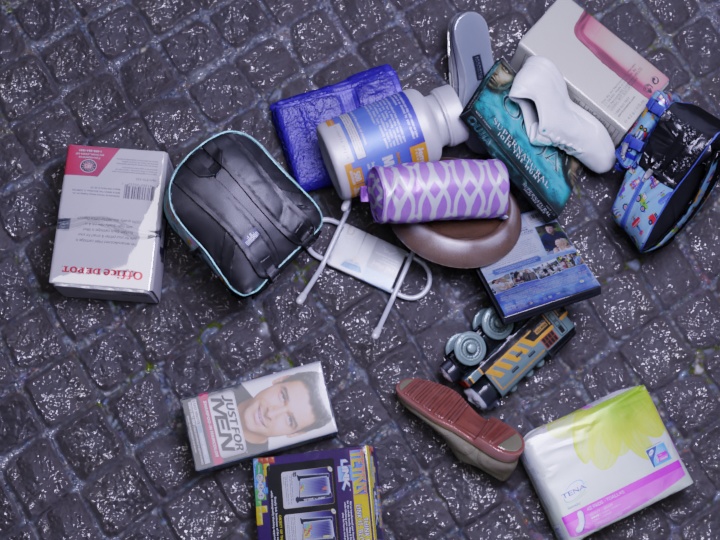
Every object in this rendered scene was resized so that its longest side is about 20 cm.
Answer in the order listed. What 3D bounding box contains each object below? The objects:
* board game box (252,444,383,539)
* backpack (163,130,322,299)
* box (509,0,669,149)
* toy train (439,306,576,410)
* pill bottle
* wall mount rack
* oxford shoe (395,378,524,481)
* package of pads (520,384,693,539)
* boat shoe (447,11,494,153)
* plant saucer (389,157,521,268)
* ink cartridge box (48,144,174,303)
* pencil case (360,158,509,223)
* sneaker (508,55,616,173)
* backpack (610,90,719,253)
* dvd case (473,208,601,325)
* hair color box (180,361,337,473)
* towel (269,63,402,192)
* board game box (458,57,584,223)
[{"bbox_3d":[-0.053,0.340,1.496,0.162,0.057,0.204,-8,77,13],"label":"board game box"},{"bbox_3d":[-0.171,-0.083,1.560,0.176,0.153,0.201,-44,102,-10],"label":"backpack"},{"bbox_3d":[0.323,-0.275,1.636,0.199,0.128,0.109,41,77,8],"label":"box"},{"bbox_3d":[0.205,0.100,1.571,0.200,0.085,0.114,-42,90,-10],"label":"toy train"},{"bbox_3d":[0.046,-0.184,1.577,0.197,0.112,0.114,-21,78,-5],"label":"pill bottle"},{"bbox_3d":[0.000,0.000,1.588,0.197,0.075,0.176,24,75,5],"label":"wall mount rack"},{"bbox_3d":[0.126,0.219,1.544,0.198,0.075,0.070,32,39,25],"label":"oxford shoe"},{"bbox_3d":[0.326,0.259,1.539,0.197,0.068,0.157,-24,79,-7],"label":"package of pads"},{"bbox_3d":[0.157,-0.275,1.662,0.073,0.086,0.206,-16,106,-10],"label":"boat shoe"},{"bbox_3d":[0.134,-0.091,1.593,0.196,0.032,0.203,5,52,-7],"label":"plant saucer"},{"bbox_3d":[-0.345,-0.063,1.590,0.142,0.084,0.204,4,76,0],"label":"ink cartridge box"},{"bbox_3d":[0.105,-0.108,1.529,0.196,0.085,0.086,-3,106,-17],"label":"pencil case"},{"bbox_3d":[0.274,-0.196,1.581,0.200,0.075,0.089,46,67,-19],"label":"sneaker"},{"bbox_3d":[0.421,-0.130,1.578,0.134,0.182,0.202,37,113,19],"label":"backpack"},{"bbox_3d":[0.228,-0.011,1.565,0.140,0.018,0.201,-18,40,-4],"label":"dvd case"},{"bbox_3d":[-0.137,0.200,1.546,0.196,0.061,0.101,-15,77,-6],"label":"hair color box"},{"bbox_3d":[-0.022,-0.209,1.652,0.197,0.050,0.150,-19,77,-6],"label":"towel"},{"bbox_3d":[0.231,-0.184,1.594,0.200,0.028,0.136,47,48,-16],"label":"board game box"}]
